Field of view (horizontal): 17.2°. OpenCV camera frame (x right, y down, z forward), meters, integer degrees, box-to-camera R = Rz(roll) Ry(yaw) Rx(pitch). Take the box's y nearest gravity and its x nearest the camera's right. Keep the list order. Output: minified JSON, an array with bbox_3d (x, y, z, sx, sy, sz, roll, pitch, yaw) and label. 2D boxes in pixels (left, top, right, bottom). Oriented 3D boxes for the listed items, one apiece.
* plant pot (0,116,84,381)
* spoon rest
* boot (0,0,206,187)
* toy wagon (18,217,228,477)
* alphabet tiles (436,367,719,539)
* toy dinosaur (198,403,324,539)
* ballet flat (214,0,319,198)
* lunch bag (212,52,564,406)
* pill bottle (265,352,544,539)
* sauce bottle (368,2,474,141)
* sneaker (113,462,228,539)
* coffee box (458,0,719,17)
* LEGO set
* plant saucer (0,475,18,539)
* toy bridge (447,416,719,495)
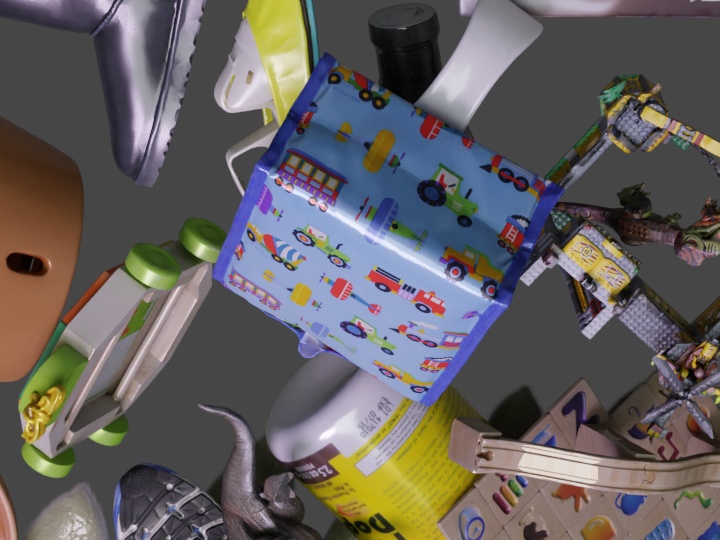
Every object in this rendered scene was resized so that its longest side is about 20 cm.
[{"bbox_3d":[-0.249,-0.017,1.379,0.139,0.200,0.201,16,116,-25],"label":"plant pot"},{"bbox_3d":[0.028,-0.065,1.335,0.099,0.061,0.200,34,122,0],"label":"spoon rest"},{"bbox_3d":[-0.194,-0.148,1.370,0.199,0.066,0.166,13,107,-8],"label":"boot"},{"bbox_3d":[-0.150,0.049,1.393,0.039,0.200,0.156,36,113,11],"label":"toy wagon"},{"bbox_3d":[0.156,0.150,1.469,0.200,0.008,0.168,-43,112,-21],"label":"alphabet tiles"},{"bbox_3d":[-0.045,0.166,1.425,0.200,0.102,0.077,42,67,-14],"label":"toy dinosaur"},{"bbox_3d":[-0.050,-0.089,1.392,0.067,0.067,0.201,-14,118,-8],"label":"ballet flat"},{"bbox_3d":[0.000,0.000,1.325,0.150,0.094,0.200,30,145,-1],"label":"lunch bag"},{"bbox_3d":[0.042,0.134,1.474,0.109,0.109,0.200,-39,108,18],"label":"pill bottle"},{"bbox_3d":[0.040,-0.058,1.408,0.066,0.066,0.201,-5,116,4],"label":"sauce bottle"},{"bbox_3d":[-0.112,0.190,1.505,0.078,0.089,0.200,-35,132,-12],"label":"sneaker"},{"bbox_3d":[0.154,-0.206,1.325,0.199,0.080,0.114,1,116,2],"label":"coffee box"},{"bbox_3d":[0.180,-0.007,1.393,0.154,0.116,0.200,-38,109,12],"label":"LEGO set"},{"bbox_3d":[-0.319,0.163,1.540,0.199,0.037,0.201,1,115,2],"label":"plant saucer"},{"bbox_3d":[0.153,0.114,1.420,0.199,0.067,0.027,6,100,-30],"label":"toy bridge"}]
